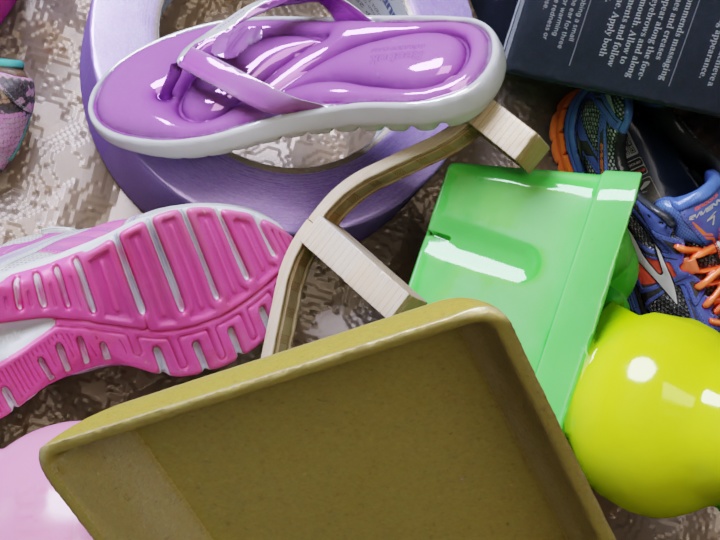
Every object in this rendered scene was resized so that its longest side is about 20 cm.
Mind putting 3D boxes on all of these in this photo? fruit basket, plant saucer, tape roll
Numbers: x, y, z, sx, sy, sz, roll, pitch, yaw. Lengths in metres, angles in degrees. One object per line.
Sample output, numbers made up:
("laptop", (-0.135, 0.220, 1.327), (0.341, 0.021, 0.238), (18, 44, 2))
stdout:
("fruit basket", (0.113, 0.056, 0.865), (0.214, 0.156, 0.217), (0, 87, 7))
("plant saucer", (-0.002, 0.097, 0.760), (0.199, 0.200, 0.049), (-18, 38, 14))
("tape roll", (-0.043, -0.108, 0.934), (0.199, 0.066, 0.201), (3, 77, -14))

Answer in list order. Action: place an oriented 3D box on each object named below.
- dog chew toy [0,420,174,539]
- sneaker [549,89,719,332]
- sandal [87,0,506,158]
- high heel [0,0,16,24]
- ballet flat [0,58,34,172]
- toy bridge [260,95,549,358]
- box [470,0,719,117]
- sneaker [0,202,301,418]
("dog chew toy", (-0.177, 0.129, 0.820), (0.199, 0.125, 0.125), (3, 76, -5))
("sneaker", (0.172, -0.017, 0.959), (0.075, 0.078, 0.200), (-33, 87, -18))
("sandal", (-0.034, -0.100, 0.834), (0.201, 0.050, 0.083), (-4, 49, 14))
("high heel", (-0.146, -0.186, 0.915), (0.095, 0.068, 0.201), (11, 53, -2))
("ballet flat", (-0.261, -0.088, 0.879), (0.199, 0.069, 0.072), (12, 89, -12))
("toy bridge", (0.000, 0.000, 0.837), (0.067, 0.027, 0.200), (41, 97, 24))
("box", (0.166, -0.159, 0.940), (0.199, 0.149, 0.108), (10, 118, -12))
("sneaker", (-0.128, 0.010, 0.865), (0.199, 0.088, 0.082), (-13, 107, -10))
